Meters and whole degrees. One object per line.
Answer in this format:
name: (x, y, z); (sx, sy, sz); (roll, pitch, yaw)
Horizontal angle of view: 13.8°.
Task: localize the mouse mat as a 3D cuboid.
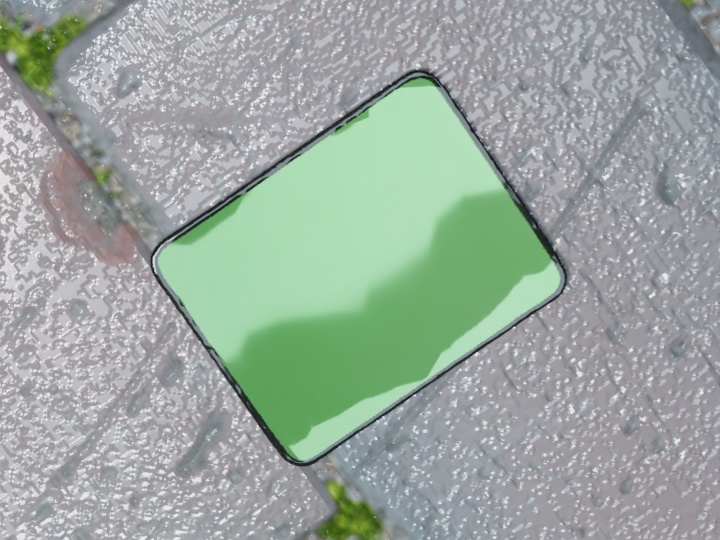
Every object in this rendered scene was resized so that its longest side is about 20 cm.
mouse mat: (0.000, 0.000, 1.717); (0.200, 0.008, 0.161); (-34, 103, 0)
